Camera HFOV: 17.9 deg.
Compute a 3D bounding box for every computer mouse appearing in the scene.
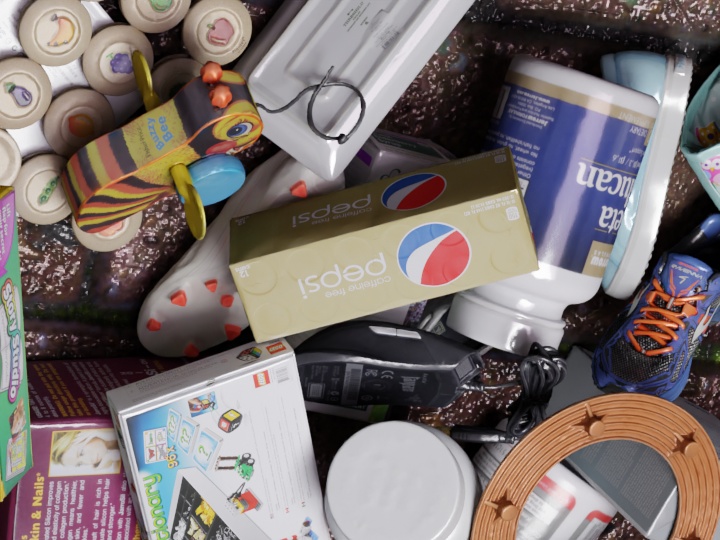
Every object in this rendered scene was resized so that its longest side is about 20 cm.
[{"bbox_3d":[0.043,0.076,1.614,0.199,0.046,0.141,1,151,2],"label":"computer mouse"}]

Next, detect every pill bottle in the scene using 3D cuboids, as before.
[{"bbox_3d":[0.096,0.224,1.759,0.114,0.114,0.200,35,94,-31],"label":"pill bottle"},{"bbox_3d":[0.033,0.166,1.615,0.109,0.200,0.110,-2,77,7],"label":"pill bottle"},{"bbox_3d":[0.130,-0.043,1.618,0.111,0.111,0.200,15,97,-28],"label":"pill bottle"}]

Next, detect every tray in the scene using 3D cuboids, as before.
[{"bbox_3d":[-0.001,-0.169,1.557,0.107,0.022,0.200,37,85,12],"label":"tray"}]

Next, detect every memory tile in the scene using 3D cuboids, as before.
[{"bbox_3d":[-0.174,-0.118,1.527,0.153,0.017,0.200,27,99,-30],"label":"memory tile"}]

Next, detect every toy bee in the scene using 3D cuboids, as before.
[{"bbox_3d":[-0.110,-0.098,1.487,0.200,0.131,0.109,-43,159,-7],"label":"toy bee"}]

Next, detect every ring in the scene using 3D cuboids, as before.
[{"bbox_3d":[0.168,0.179,1.593,0.200,0.019,0.201,-9,114,-21],"label":"ring"}]

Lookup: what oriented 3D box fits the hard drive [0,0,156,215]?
[{"bbox_3d":[-0.245,-0.106,1.525,0.200,0.027,0.132,-42,121,-4],"label":"hard drive"}]

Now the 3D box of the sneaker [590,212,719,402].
[{"bbox_3d":[0.232,0.025,1.717,0.200,0.075,0.079,-52,158,-38],"label":"sneaker"}]

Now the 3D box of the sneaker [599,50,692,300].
[{"bbox_3d":[0.191,-0.075,1.716,0.082,0.074,0.200,12,114,5],"label":"sneaker"}]

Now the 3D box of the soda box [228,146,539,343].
[{"bbox_3d":[0.014,-0.017,1.533,0.200,0.064,0.068,-15,121,6],"label":"soda box"}]

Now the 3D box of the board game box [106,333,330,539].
[{"bbox_3d":[-0.092,0.151,1.568,0.126,0.035,0.200,-18,122,-14],"label":"board game box"}]

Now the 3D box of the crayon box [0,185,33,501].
[{"bbox_3d":[-0.306,0.040,1.486,0.172,0.058,0.200,6,113,17],"label":"crayon box"}]

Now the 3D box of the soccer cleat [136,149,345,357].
[{"bbox_3d":[-0.082,-0.015,1.614,0.069,0.078,0.200,35,114,-25],"label":"soccer cleat"}]

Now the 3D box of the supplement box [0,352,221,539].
[{"bbox_3d":[-0.162,0.139,1.617,0.200,0.103,0.131,-1,113,-24],"label":"supplement box"}]

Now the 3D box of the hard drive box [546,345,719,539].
[{"bbox_3d":[0.244,0.152,1.744,0.156,0.200,0.077,26,99,-29],"label":"hard drive box"}]

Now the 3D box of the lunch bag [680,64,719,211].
[{"bbox_3d":[0.343,-0.097,1.716,0.200,0.122,0.170,-49,122,-16],"label":"lunch bag"}]

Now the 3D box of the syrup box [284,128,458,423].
[{"bbox_3d":[0.000,0.000,1.644,0.079,0.081,0.200,12,107,-28],"label":"syrup box"}]

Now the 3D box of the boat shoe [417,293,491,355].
[{"bbox_3d":[0.095,0.027,1.705,0.200,0.065,0.074,-41,120,-4],"label":"boat shoe"}]
